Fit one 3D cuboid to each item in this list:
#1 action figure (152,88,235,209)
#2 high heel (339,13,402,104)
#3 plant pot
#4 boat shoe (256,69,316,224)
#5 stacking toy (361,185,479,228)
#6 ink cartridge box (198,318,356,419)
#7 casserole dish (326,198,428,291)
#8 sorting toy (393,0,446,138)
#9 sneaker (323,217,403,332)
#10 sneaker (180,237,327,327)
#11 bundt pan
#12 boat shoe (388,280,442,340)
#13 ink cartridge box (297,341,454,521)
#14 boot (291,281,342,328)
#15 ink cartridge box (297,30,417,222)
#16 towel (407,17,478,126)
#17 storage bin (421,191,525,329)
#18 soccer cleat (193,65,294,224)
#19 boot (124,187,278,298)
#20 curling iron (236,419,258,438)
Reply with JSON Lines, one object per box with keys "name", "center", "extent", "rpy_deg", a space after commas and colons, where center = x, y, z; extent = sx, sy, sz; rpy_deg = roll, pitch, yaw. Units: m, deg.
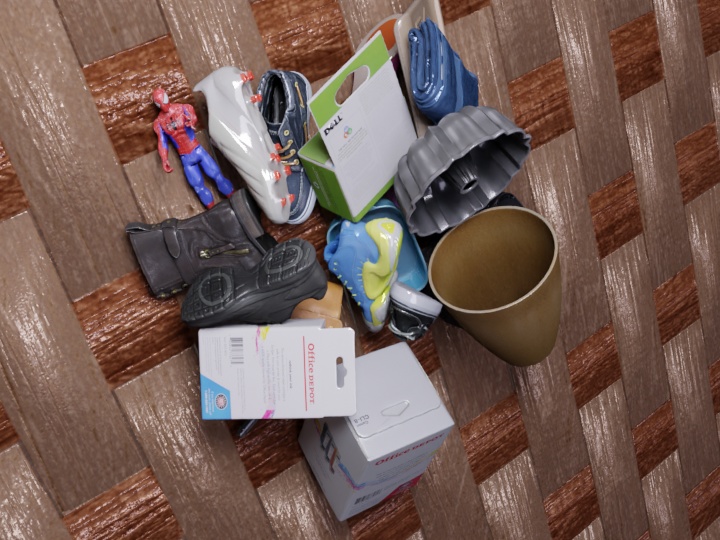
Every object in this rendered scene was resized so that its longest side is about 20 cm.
{"name": "action figure", "center": [-0.206, -0.130, 1.044], "extent": [0.064, 0.099, 0.202], "rpy_deg": [-25, 113, 4]}
{"name": "high heel", "center": [0.024, -0.264, 1.200], "extent": [0.202, 0.067, 0.096], "rpy_deg": [-61, 152, -11]}
{"name": "plant pot", "center": [0.216, 0.046, 1.209], "extent": [0.186, 0.185, 0.201], "rpy_deg": [-45, 133, -16]}
{"name": "boat shoe", "center": [-0.104, -0.161, 1.099], "extent": [0.091, 0.069, 0.205], "rpy_deg": [-23, 113, -72]}
{"name": "stacking toy", "center": [0.070, -0.098, 1.236], "extent": [0.197, 0.116, 0.112], "rpy_deg": [-19, 108, -15]}
{"name": "ink cartridge box", "center": [-0.102, 0.124, 1.069], "extent": [0.196, 0.068, 0.118], "rpy_deg": [-1, 96, 3]}
{"name": "casserole dish", "center": [0.025, -0.028, 1.211], "extent": [0.119, 0.039, 0.201], "rpy_deg": [-20, 132, 8]}
{"name": "sorting toy", "center": [0.091, -0.285, 1.184], "extent": [0.201, 0.036, 0.188], "rpy_deg": [-59, 138, -57]}
{"name": "sneaker", "center": [0.000, 0.000, 1.172], "extent": [0.076, 0.103, 0.202], "rpy_deg": [-69, 171, -47]}
{"name": "sneaker", "center": [-0.131, 0.036, 1.036], "extent": [0.197, 0.077, 0.091], "rpy_deg": [-18, 136, 16]}
{"name": "bundt pan", "center": [0.125, -0.140, 1.107], "extent": [0.200, 0.076, 0.203], "rpy_deg": [-29, 159, -12]}
{"name": "boat shoe", "center": [0.073, 0.066, 1.167], "extent": [0.072, 0.071, 0.200], "rpy_deg": [-61, 163, -3]}
{"name": "ink cartridge box", "center": [0.016, 0.227, 1.184], "extent": [0.143, 0.146, 0.201], "rpy_deg": [-16, 149, -27]}
{"name": "boot", "center": [-0.103, 0.099, 1.160], "extent": [0.142, 0.071, 0.205], "rpy_deg": [18, 83, -15]}
{"name": "ink cartridge box", "center": [-0.012, -0.189, 1.076], "extent": [0.148, 0.075, 0.201], "rpy_deg": [-47, 139, -21]}
{"name": "towel", "center": [0.116, -0.242, 1.119], "extent": [0.200, 0.048, 0.114], "rpy_deg": [26, 61, -66]}
{"name": "storage bin", "center": [0.186, -0.016, 1.323], "extent": [0.135, 0.093, 0.202], "rpy_deg": [41, 77, -32]}
{"name": "soccer cleat", "center": [-0.142, -0.150, 1.037], "extent": [0.076, 0.069, 0.203], "rpy_deg": [-18, 98, 15]}
{"name": "boot", "center": [-0.191, -0.004, 1.084], "extent": [0.171, 0.070, 0.202], "rpy_deg": [-22, 118, 4]}
{"name": "curling iron", "center": [-0.109, 0.159, 1.204], "extent": [0.200, 0.049, 0.026], "rpy_deg": [-46, 109, -12]}
